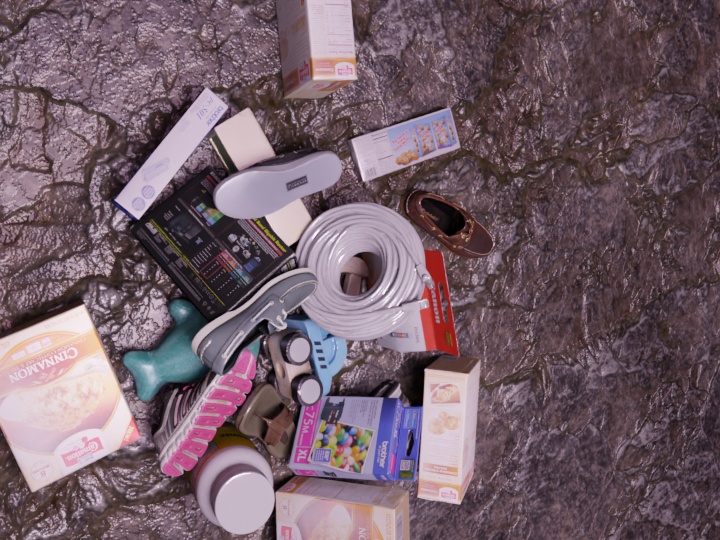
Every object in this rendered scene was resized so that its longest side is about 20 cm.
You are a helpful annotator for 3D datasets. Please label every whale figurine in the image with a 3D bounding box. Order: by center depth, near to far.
[{"bbox_3d":[-0.240,0.119,0.989,0.197,0.103,0.162,-22,102,-20],"label":"whale figurine"}]

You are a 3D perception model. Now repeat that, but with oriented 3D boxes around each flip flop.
[{"bbox_3d":[-0.128,0.233,1.016,0.082,0.057,0.201,-56,150,-25],"label":"flip flop"}]

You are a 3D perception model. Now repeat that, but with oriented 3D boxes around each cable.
[{"bbox_3d":[0.000,0.000,0.994,0.197,0.069,0.203,-22,67,10],"label":"cable"}]

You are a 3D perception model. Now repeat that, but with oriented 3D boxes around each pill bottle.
[{"bbox_3d":[-0.187,0.296,0.971,0.109,0.199,0.114,-2,95,-23],"label":"pill bottle"}]

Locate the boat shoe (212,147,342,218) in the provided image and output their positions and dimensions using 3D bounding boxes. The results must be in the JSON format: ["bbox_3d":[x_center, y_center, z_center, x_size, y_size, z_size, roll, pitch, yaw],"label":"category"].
[{"bbox_3d":[-0.123,-0.133,0.965,0.197,0.066,0.071,-25,125,-23],"label":"boat shoe"}]

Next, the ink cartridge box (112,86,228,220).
[{"bbox_3d":[-0.271,-0.163,0.963,0.044,0.094,0.202,39,79,-19],"label":"ink cartridge box"}]

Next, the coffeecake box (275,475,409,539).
[{"bbox_3d":[-0.027,0.414,1.043,0.073,0.196,0.157,-12,101,-67],"label":"coffeecake box"}]

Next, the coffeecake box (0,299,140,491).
[{"bbox_3d":[-0.412,0.166,0.926,0.151,0.073,0.204,-24,103,-21],"label":"coffeecake box"}]

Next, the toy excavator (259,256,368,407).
[{"bbox_3d":[-0.060,0.094,1.084,0.197,0.099,0.199,-19,100,-35],"label":"toy excavator"}]

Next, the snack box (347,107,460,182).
[{"bbox_3d":[0.076,-0.214,1.149,0.197,0.024,0.073,-22,101,-21],"label":"snack box"}]

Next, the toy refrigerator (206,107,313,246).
[{"bbox_3d":[-0.153,-0.134,1.027,0.069,0.076,0.202,-34,106,-18],"label":"toy refrigerator"}]

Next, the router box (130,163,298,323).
[{"bbox_3d":[-0.206,-0.031,0.966,0.149,0.062,0.200,-41,73,-14],"label":"router box"}]

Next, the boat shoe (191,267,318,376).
[{"bbox_3d":[-0.128,0.070,0.913,0.198,0.062,0.074,-33,150,-25],"label":"boat shoe"}]

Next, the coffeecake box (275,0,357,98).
[{"bbox_3d":[-0.070,-0.371,1.005,0.072,0.153,0.205,-7,96,-22],"label":"coffeecake box"}]

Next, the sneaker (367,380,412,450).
[{"bbox_3d":[0.017,0.290,1.127,0.199,0.075,0.116,-38,105,-19],"label":"sneaker"}]

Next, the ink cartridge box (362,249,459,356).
[{"bbox_3d":[0.074,0.050,1.069,0.049,0.199,0.166,-13,98,-21],"label":"ink cartridge box"}]

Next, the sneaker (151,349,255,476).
[{"bbox_3d":[-0.226,0.180,0.942,0.201,0.087,0.073,-55,145,4],"label":"sneaker"}]

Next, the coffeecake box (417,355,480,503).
[{"bbox_3d":[0.149,0.256,1.125,0.071,0.153,0.205,4,93,17],"label":"coffeecake box"}]

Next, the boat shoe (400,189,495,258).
[{"bbox_3d":[0.160,-0.075,1.171,0.197,0.070,0.072,24,83,-24],"label":"boat shoe"}]

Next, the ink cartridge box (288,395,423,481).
[{"bbox_3d":[-0.006,0.256,1.043,0.042,0.196,0.121,61,33,-52],"label":"ink cartridge box"}]
